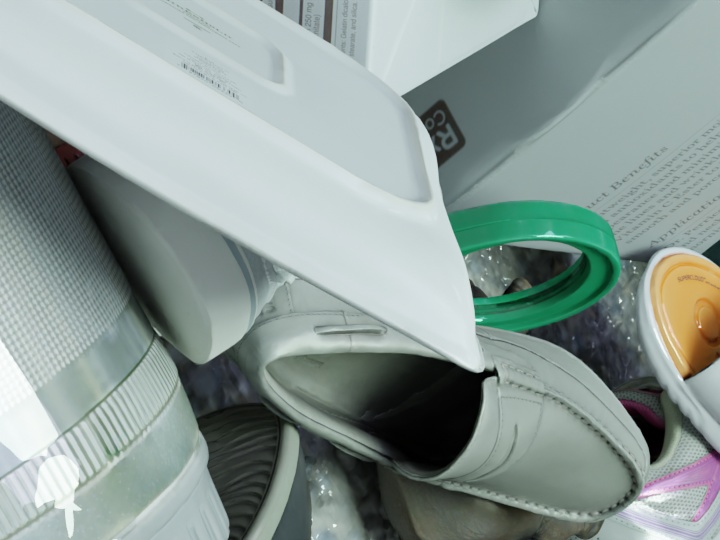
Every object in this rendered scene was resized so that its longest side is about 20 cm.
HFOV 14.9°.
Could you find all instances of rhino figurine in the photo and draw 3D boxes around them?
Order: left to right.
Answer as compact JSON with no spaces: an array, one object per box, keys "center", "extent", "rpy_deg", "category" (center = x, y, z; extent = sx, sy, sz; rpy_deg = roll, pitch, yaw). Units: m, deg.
[{"center":[0.025,0.023,1.089],"extent":[0.087,0.060,0.201],"rpy_deg":[-15,84,-44],"category":"rhino figurine"}]

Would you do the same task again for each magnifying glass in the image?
[{"center":[0.000,0.000,1.010],"extent":[0.199,0.080,0.022],"rpy_deg":[-2,62,-19],"category":"magnifying glass"}]

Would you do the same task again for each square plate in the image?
[{"center":[-0.050,-0.059,0.780],"extent":[0.200,0.028,0.198],"rpy_deg":[31,13,-11],"category":"square plate"}]

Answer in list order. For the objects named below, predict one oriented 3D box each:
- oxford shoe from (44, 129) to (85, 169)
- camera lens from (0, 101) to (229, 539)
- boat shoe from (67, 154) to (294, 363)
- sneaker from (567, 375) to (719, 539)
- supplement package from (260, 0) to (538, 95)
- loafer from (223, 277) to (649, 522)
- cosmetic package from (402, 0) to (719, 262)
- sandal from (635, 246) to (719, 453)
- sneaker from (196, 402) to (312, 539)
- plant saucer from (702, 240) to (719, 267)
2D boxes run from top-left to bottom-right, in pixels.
[{"center":[-0.117,-0.045,0.952],"extent":[0.075,0.071,0.200],"rpy_deg":[45,39,12],"category":"oxford shoe"},{"center":[-0.146,0.023,0.790],"extent":[0.200,0.160,0.160],"rpy_deg":[61,38,-13],"category":"camera lens"},{"center":[-0.044,-0.015,0.854],"extent":[0.072,0.068,0.200],"rpy_deg":[55,-7,2],"category":"boat shoe"},{"center":[0.142,0.080,1.194],"extent":[0.200,0.081,0.088],"rpy_deg":[-39,105,-54],"category":"sneaker"},{"center":[-0.008,-0.175,0.938],"extent":[0.156,0.111,0.201],"rpy_deg":[-35,133,-60],"category":"supplement package"},{"center":[0.028,0.051,0.989],"extent":[0.200,0.070,0.070],"rpy_deg":[25,30,-31],"category":"loafer"},{"center":[0.099,-0.117,1.117],"extent":[0.200,0.165,0.165],"rpy_deg":[7,49,-52],"category":"cosmetic package"},{"center":[0.197,0.062,1.163],"extent":[0.207,0.059,0.079],"rpy_deg":[48,41,-17],"category":"sandal"},{"center":[-0.051,0.146,0.946],"extent":[0.106,0.075,0.200],"rpy_deg":[59,35,-37],"category":"sneaker"},{"center":[0.202,0.010,1.239],"extent":[0.039,0.201,0.201],"rpy_deg":[-41,111,-17],"category":"plant saucer"}]
